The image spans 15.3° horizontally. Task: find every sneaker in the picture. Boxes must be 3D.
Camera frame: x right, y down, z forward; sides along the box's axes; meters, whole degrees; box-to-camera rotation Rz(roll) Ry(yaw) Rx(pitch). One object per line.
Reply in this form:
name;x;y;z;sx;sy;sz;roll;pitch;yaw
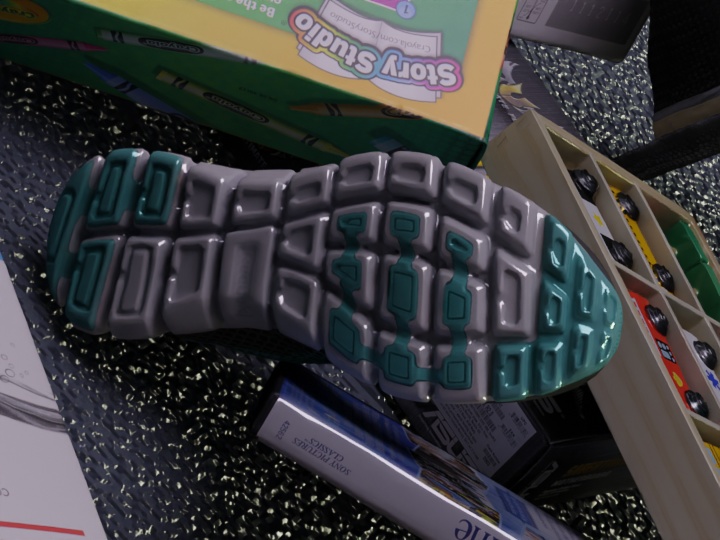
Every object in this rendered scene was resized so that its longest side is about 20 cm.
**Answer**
sneaker;0.000;0.000;0.870;0.199;0.078;0.091;12;0;28

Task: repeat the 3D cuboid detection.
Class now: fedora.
fedora;0.176;-0.108;1.106;0.200;0.200;0.092;-20;89;-56

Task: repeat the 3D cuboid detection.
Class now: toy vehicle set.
toy vehicle set;0.119;0.045;0.947;0.124;0.026;0.201;26;33;-52

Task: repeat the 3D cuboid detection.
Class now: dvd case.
dvd case;0.055;0.090;0.858;0.199;0.018;0.143;31;2;-2

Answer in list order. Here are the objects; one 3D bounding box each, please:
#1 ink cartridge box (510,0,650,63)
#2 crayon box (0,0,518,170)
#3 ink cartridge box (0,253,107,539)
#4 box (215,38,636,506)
ink cartridge box;0.006;-0.163;1.135;0.199;0.045;0.176;9;29;-43
crayon box;-0.041;-0.115;0.956;0.199;0.058;0.119;18;64;-7
ink cartridge box;-0.139;0.057;0.719;0.116;0.068;0.201;9;45;-42
box;0.051;-0.005;1.030;0.158;0.048;0.200;-4;54;-50
